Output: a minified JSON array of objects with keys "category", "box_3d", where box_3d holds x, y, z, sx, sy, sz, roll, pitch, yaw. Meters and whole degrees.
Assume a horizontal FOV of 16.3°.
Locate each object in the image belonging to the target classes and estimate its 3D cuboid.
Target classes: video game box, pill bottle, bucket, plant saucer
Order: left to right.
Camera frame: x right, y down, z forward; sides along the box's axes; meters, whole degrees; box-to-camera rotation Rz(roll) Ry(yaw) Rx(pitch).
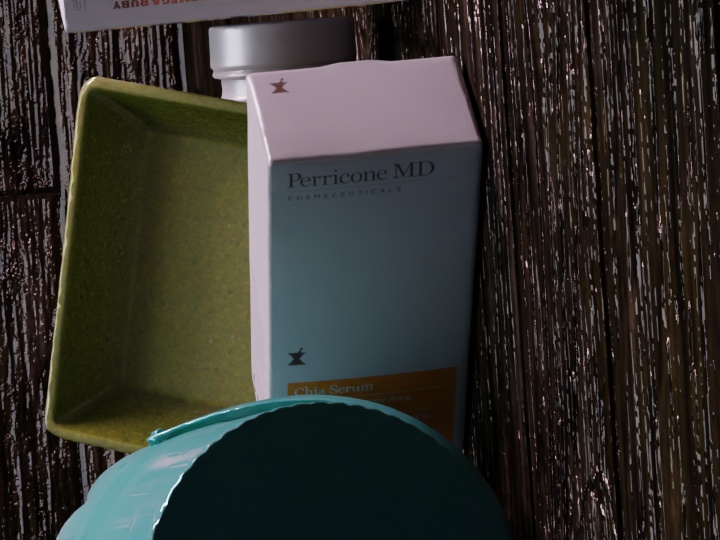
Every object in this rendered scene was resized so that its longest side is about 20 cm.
[{"category":"video game box","box_3d":[-0.076,-0.171,1.359,0.200,0.182,0.047,-119,21,-74]},{"category":"plant saucer","box_3d":[-0.061,0.007,1.343,0.048,0.200,0.200,-22,-59,-68]},{"category":"bucket","box_3d":[-0.032,0.156,1.127,0.135,0.207,0.207,149,117,-64]},{"category":"pill bottle","box_3d":[-0.037,-0.040,1.413,0.111,0.111,0.200,-146,51,-81]}]

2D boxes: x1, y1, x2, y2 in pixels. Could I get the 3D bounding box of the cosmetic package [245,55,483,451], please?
[{"category":"cosmetic package","box_3d":[0.000,0.000,1.200,0.071,0.101,0.200,-104,11,-48]}]
